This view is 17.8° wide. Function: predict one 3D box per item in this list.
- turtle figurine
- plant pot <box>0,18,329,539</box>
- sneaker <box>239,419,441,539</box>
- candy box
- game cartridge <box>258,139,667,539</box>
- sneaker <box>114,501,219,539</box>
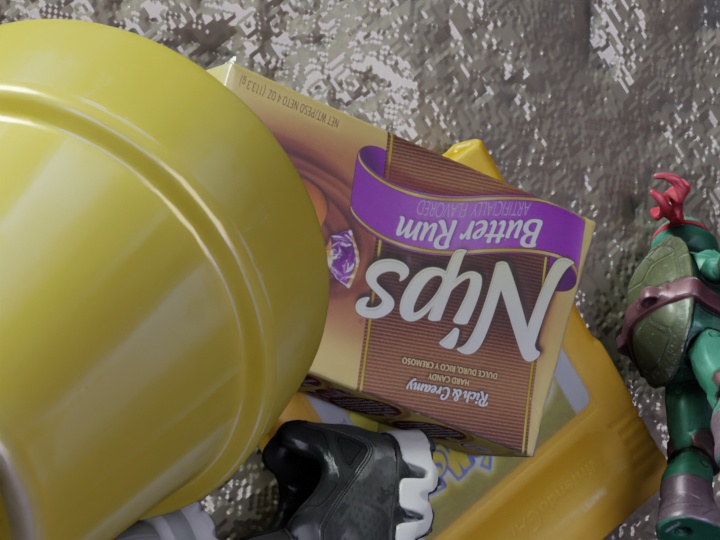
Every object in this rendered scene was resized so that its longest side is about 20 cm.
[{"bbox_3d":[0.177,0.034,1.127,0.101,0.150,0.200,5,49,1],"label":"turtle figurine"},{"bbox_3d":[-0.137,0.032,0.860,0.201,0.201,0.189,56,34,-14],"label":"plant pot"},{"bbox_3d":[-0.017,0.149,0.978,0.090,0.066,0.200,20,55,-25],"label":"sneaker"},{"bbox_3d":[0.000,0.000,1.024,0.200,0.056,0.117,22,76,-25],"label":"candy box"},{"bbox_3d":[0.041,0.066,1.090,0.176,0.032,0.200,-38,103,-26],"label":"game cartridge"},{"bbox_3d":[-0.075,0.200,0.957,0.082,0.075,0.200,-16,69,-13],"label":"sneaker"}]
